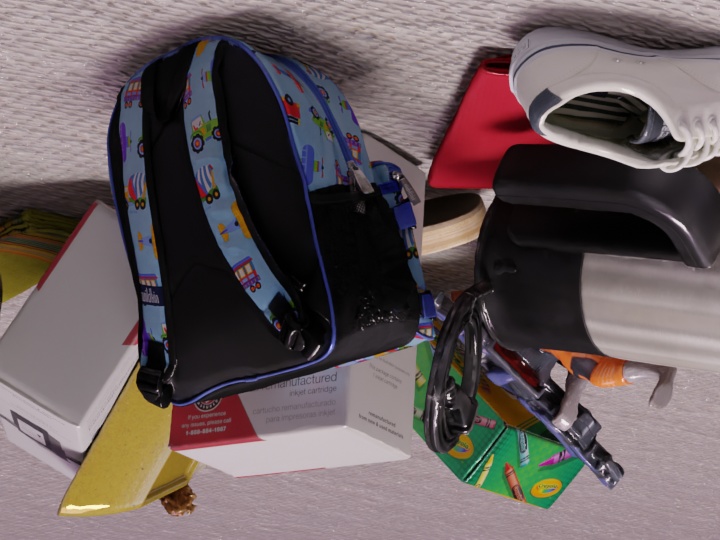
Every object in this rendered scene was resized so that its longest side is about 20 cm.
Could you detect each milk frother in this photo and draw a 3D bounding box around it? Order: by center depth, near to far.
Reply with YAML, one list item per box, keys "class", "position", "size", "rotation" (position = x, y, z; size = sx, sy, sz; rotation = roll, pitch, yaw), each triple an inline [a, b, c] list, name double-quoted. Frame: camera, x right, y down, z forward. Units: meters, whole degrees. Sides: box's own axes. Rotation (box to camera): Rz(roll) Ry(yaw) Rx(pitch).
- class: "milk frother"
  position: [0.151, 0.034, 1.392]
  size: [0.187, 0.202, 0.180]
  rotation: [7, 167, 37]

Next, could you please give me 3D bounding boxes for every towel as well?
- class: "towel"
  position: [-0.267, -0.002, 1.714]
  size: [0.086, 0.018, 0.199]
  rotation: [14, 154, -37]

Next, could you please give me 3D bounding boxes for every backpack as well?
- class: "backpack"
  position: [-0.060, -0.035, 1.341]
  size: [0.134, 0.202, 0.182]
  rotation: [-10, 173, -44]

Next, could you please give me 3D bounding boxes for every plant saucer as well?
- class: "plant saucer"
  position: [-0.129, 0.094, 1.661]
  size: [0.048, 0.201, 0.200]
  rotation: [31, -173, 8]

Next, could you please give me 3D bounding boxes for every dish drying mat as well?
- class: "dish drying mat"
  position: [0.093, -0.091, 1.416]
  size: [0.076, 0.018, 0.200]
  rotation: [3, 162, -7]

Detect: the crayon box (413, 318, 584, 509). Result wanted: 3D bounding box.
- class: "crayon box"
  position: [0.071, 0.089, 1.735]
  size: [0.058, 0.200, 0.118]
  rotation: [-52, 142, 12]

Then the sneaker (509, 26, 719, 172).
- class: "sneaker"
  position: [0.181, -0.086, 1.298]
  size: [0.198, 0.071, 0.073]
  rotation: [5, 135, -11]

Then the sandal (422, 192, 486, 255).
- class: "sandal"
  position: [-0.002, 0.003, 1.596]
  size: [0.210, 0.070, 0.078]
  rotation: [-10, -159, 26]

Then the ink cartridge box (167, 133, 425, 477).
- class: "ink cartridge box"
  position: [-0.041, 0.024, 1.493]
  size: [0.146, 0.202, 0.083]
  rotation: [-10, 157, 31]

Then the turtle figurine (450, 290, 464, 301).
- class: "turtle figurine"
  position: [0.173, 0.031, 1.723]
  size: [0.198, 0.065, 0.161]
  rotation: [16, 154, -4]

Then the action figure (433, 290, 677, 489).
- class: "action figure"
  position: [0.158, 0.059, 1.632]
  size: [0.200, 0.105, 0.193]
  rotation: [47, 157, -19]

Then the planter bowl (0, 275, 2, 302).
- class: "planter bowl"
  position: [-0.329, 0.021, 1.571]
  size: [0.198, 0.202, 0.135]
  rotation: [-5, -170, 20]

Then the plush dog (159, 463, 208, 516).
- class: "plush dog"
  position: [-0.125, 0.092, 1.864]
  size: [0.199, 0.161, 0.172]
  rotation: [16, 135, -38]

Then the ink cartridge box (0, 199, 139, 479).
- class: "ink cartridge box"
  position: [-0.191, 0.058, 1.629]
  size: [0.083, 0.146, 0.200]
  rotation: [30, 163, 6]

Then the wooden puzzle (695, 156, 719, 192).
- class: "wooden puzzle"
  position: [0.272, -0.069, 1.440]
  size: [0.198, 0.038, 0.185]
  rotation: [1, 168, 19]
